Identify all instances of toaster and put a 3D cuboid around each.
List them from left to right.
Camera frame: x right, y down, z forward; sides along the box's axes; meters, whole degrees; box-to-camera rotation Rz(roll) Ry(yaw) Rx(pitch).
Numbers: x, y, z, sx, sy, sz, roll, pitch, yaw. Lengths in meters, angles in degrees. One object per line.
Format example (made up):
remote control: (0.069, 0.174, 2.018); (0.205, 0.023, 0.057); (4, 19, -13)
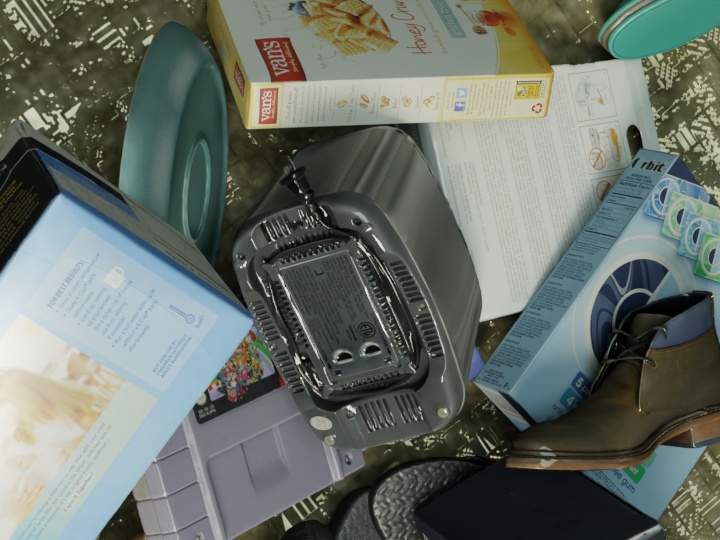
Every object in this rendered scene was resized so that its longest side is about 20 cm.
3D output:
toaster: (0.000, 0.000, 1.197); (0.113, 0.129, 0.201); (-17, 113, 23)

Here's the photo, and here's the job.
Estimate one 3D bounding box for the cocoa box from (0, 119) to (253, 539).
cocoa box: (-0.176, 0.051, 1.020); (0.133, 0.131, 0.201); (34, 95, -28)

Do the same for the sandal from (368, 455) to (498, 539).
sandal: (0.085, 0.158, 1.322); (0.199, 0.045, 0.076); (0, 98, -34)

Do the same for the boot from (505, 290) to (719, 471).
boot: (0.163, 0.071, 1.242); (0.199, 0.074, 0.098); (-8, 95, -42)

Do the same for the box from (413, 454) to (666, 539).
box: (0.133, 0.236, 1.252); (0.104, 0.148, 0.201); (-28, 116, -18)

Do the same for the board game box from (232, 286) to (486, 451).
board game box: (-0.031, 0.060, 1.297); (0.199, 0.034, 0.136); (-32, 98, -14)

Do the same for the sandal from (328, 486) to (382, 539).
sandal: (-0.032, 0.234, 1.298); (0.076, 0.043, 0.200); (46, 69, -17)

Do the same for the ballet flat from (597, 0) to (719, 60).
ballet flat: (0.250, -0.211, 1.359); (0.199, 0.067, 0.071); (-23, 57, 3)

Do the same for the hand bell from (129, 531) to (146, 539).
hand bell: (-0.123, 0.142, 1.202); (0.103, 0.104, 0.202); (-9, 113, -15)

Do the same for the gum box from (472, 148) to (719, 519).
gum box: (0.190, 0.049, 1.318); (0.170, 0.044, 0.200); (45, 74, -31)

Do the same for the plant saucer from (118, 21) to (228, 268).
plant saucer: (-0.110, -0.050, 1.195); (0.027, 0.200, 0.202); (5, 88, 7)

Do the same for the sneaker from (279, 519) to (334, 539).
sneaker: (-0.011, 0.258, 1.241); (0.090, 0.076, 0.202); (-3, 80, -34)

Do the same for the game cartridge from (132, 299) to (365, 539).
game cartridge: (-0.072, 0.087, 1.189); (0.200, 0.038, 0.131); (-22, 102, -56)

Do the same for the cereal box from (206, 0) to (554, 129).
cereal box: (0.009, -0.144, 1.259); (0.198, 0.144, 0.040); (-3, 126, -16)

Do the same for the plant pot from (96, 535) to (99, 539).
plant pot: (-0.221, 0.098, 1.185); (0.186, 0.187, 0.202); (-7, 103, -15)

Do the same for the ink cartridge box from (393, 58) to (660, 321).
ink cartridge box: (0.122, -0.057, 1.335); (0.199, 0.050, 0.164); (-11, 87, -37)
